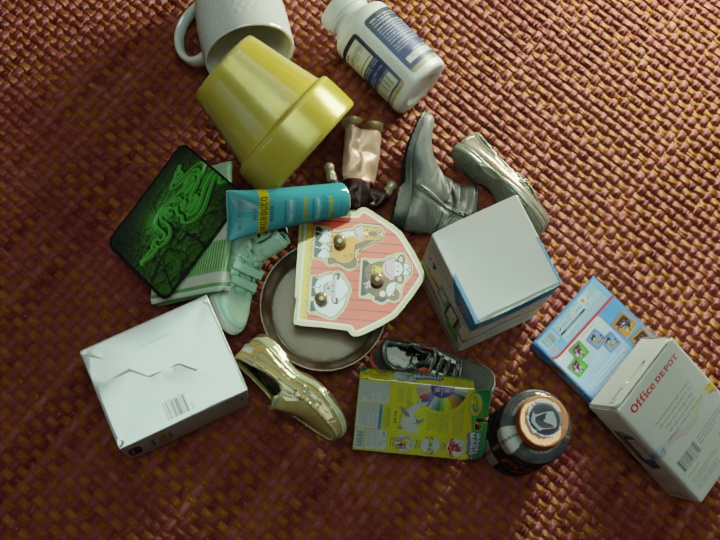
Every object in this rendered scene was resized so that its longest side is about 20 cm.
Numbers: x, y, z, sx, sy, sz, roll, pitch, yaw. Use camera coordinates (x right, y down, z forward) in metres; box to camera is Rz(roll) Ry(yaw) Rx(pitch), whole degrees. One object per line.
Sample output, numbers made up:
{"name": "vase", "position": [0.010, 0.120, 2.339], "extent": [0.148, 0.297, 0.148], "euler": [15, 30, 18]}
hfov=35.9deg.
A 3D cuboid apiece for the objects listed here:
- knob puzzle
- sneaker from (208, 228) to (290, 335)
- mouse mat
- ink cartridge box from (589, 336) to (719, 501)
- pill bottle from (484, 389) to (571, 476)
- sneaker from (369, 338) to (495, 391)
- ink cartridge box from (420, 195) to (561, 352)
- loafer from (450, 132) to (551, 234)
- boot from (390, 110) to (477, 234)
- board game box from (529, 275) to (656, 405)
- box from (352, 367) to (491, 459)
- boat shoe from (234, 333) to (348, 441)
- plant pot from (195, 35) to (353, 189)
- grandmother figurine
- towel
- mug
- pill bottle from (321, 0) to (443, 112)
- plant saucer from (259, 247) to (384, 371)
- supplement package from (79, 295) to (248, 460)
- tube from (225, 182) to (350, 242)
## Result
{"name": "knob puzzle", "position": [0.000, 0.000, 1.686], "extent": [0.215, 0.030, 0.224], "euler": [0, 78, 0]}
{"name": "sneaker", "position": [-0.164, -0.009, 1.674], "extent": [0.117, 0.073, 0.204], "euler": [-12, 67, 37]}
{"name": "mouse mat", "position": [-0.283, -0.076, 1.689], "extent": [0.160, 0.008, 0.201], "euler": [38, 91, 29]}
{"name": "ink cartridge box", "position": [0.461, 0.219, 1.654], "extent": [0.200, 0.087, 0.146], "euler": [46, 74, -13]}
{"name": "pill bottle", "position": [0.241, 0.232, 1.599], "extent": [0.104, 0.200, 0.108], "euler": [1, 73, -4]}
{"name": "sneaker", "position": [0.111, 0.151, 1.673], "extent": [0.196, 0.082, 0.078], "euler": [13, 73, -1]}
{"name": "ink cartridge box", "position": [0.186, 0.011, 1.660], "extent": [0.144, 0.200, 0.148], "euler": [-24, 76, -10]}
{"name": "loafer", "position": [0.236, -0.146, 1.782], "extent": [0.200, 0.072, 0.063], "euler": [43, 67, 11]}
{"name": "boot", "position": [0.128, -0.145, 1.776], "extent": [0.129, 0.070, 0.204], "euler": [13, 84, -2]}
{"name": "board game box", "position": [0.385, 0.133, 1.726], "extent": [0.200, 0.037, 0.151], "euler": [44, 75, 9]}
{"name": "box", "position": [0.090, 0.212, 1.641], "extent": [0.196, 0.048, 0.119], "euler": [7, 107, 1]}
{"name": "boat shoe", "position": [-0.108, 0.186, 1.641], "extent": [0.199, 0.072, 0.076], "euler": [41, 44, 14]}
{"name": "plant pot", "position": [-0.142, -0.243, 1.689], "extent": [0.189, 0.201, 0.201], "euler": [42, 74, -5]}
{"name": "grandmother figurine", "position": [-0.002, -0.138, 1.764], "extent": [0.119, 0.061, 0.204], "euler": [9, 76, -3]}
{"name": "towel", "position": [-0.256, -0.055, 1.694], "extent": [0.150, 0.023, 0.204], "euler": [-11, 69, 28]}
{"name": "mug", "position": [-0.216, -0.404, 1.788], "extent": [0.198, 0.147, 0.178], "euler": [-25, 63, 19]}
{"name": "pill bottle", "position": [0.032, -0.363, 1.803], "extent": [0.111, 0.111, 0.200], "euler": [-42, 81, -15]}
{"name": "plant saucer", "position": [-0.057, 0.058, 1.712], "extent": [0.196, 0.035, 0.204], "euler": [1, 73, -3]}
{"name": "supplement package", "position": [-0.281, 0.158, 1.622], "extent": [0.197, 0.111, 0.158], "euler": [-24, 76, -10]}
{"name": "tube", "position": [-0.110, -0.093, 1.639], "extent": [0.197, 0.050, 0.079], "euler": [-11, 112, -30]}
